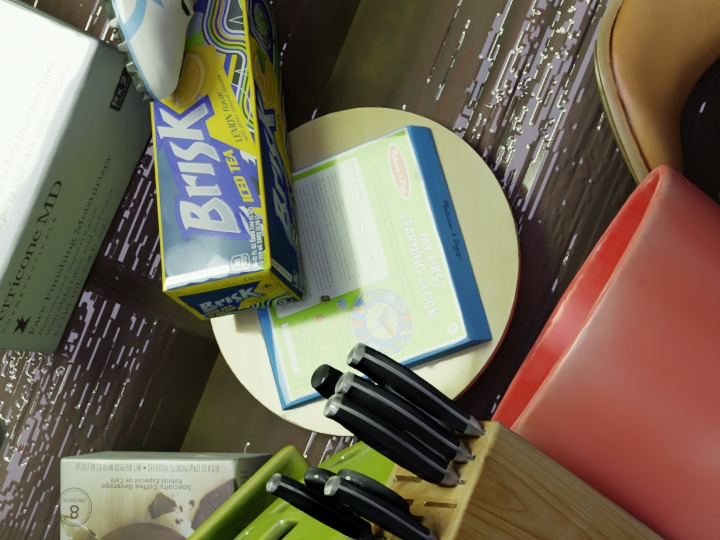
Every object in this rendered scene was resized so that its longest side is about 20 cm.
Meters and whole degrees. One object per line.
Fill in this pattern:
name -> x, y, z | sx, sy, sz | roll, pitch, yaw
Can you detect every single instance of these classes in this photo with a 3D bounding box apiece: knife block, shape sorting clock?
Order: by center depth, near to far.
knife block -> 0.057, 0.103, 0.714 | 0.064, 0.199, 0.177 | -6, 99, 53
shape sorting clock -> 0.000, 0.000, 0.927 | 0.199, 0.039, 0.201 | -4, 78, 22

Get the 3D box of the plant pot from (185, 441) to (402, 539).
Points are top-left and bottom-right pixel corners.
plant pot -> -0.016, 0.212, 0.802 | 0.199, 0.181, 0.201 | -43, 112, -30

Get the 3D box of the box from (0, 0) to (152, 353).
box -> -0.255, -0.078, 0.949 | 0.199, 0.131, 0.200 | 25, 93, 14

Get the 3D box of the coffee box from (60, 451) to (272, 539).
coffee box -> -0.116, 0.212, 0.922 | 0.112, 0.080, 0.201 | -1, 86, 13

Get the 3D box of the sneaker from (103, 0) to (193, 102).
sneaker -> -0.113, -0.193, 0.895 | 0.072, 0.072, 0.201 | -5, 68, 7

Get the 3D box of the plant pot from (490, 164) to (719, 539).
plant pot -> 0.181, 0.072, 0.809 | 0.177, 0.200, 0.201 | 31, 94, 2

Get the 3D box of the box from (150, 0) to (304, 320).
box -> -0.083, -0.077, 0.918 | 0.070, 0.064, 0.201 | -12, 70, 13

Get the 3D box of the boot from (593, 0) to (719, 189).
boot -> 0.207, -0.146, 0.875 | 0.154, 0.077, 0.201 | -11, 77, 9
